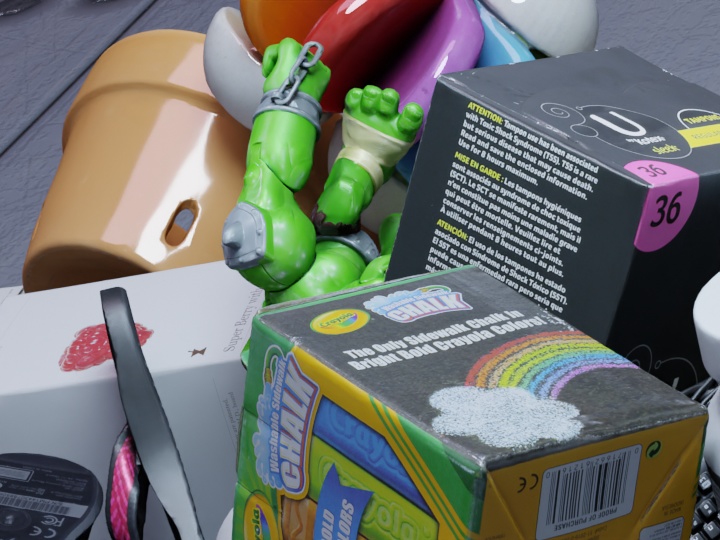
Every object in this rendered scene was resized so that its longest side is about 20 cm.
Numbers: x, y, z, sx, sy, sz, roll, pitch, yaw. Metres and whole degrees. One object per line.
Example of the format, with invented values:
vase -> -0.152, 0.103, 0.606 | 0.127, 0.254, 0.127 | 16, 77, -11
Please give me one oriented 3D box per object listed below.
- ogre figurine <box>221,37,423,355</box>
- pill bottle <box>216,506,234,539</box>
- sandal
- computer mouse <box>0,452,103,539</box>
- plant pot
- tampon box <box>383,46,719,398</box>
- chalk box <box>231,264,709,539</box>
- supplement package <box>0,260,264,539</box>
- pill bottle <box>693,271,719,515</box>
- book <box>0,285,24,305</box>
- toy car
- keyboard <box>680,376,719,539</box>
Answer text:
ogre figurine -> 0.000, 0.000, 1.438 | 0.098, 0.201, 0.120 | 5, 44, 29
pill bottle -> -0.018, 0.173, 1.300 | 0.109, 0.110, 0.200 | -16, 23, 3
sandal -> -0.106, 0.108, 1.436 | 0.045, 0.201, 0.075 | -16, -13, -9
computer mouse -> -0.195, 0.144, 1.350 | 0.139, 0.046, 0.200 | 6, 25, 2
plant pot -> -0.101, -0.016, 1.700 | 0.199, 0.201, 0.140 | 2, 47, 37
tampon box -> 0.100, 0.017, 1.368 | 0.126, 0.201, 0.149 | 30, 26, 32
chalk box -> 0.028, 0.082, 1.233 | 0.124, 0.125, 0.200 | -11, 28, -35
supplement package -> -0.098, 0.076, 1.555 | 0.199, 0.120, 0.121 | -9, 25, 18
pill bottle -> 0.202, 0.094, 1.210 | 0.116, 0.201, 0.117 | -15, 23, 7
book -> -0.306, 0.070, 1.810 | 0.199, 0.048, 0.134 | -5, 29, 29
toy car -> 0.021, -0.113, 1.565 | 0.175, 0.200, 0.150 | -48, 9, 13
keyboard -> 0.162, 0.091, 1.286 | 0.200, 0.104, 0.040 | -38, -16, -7
